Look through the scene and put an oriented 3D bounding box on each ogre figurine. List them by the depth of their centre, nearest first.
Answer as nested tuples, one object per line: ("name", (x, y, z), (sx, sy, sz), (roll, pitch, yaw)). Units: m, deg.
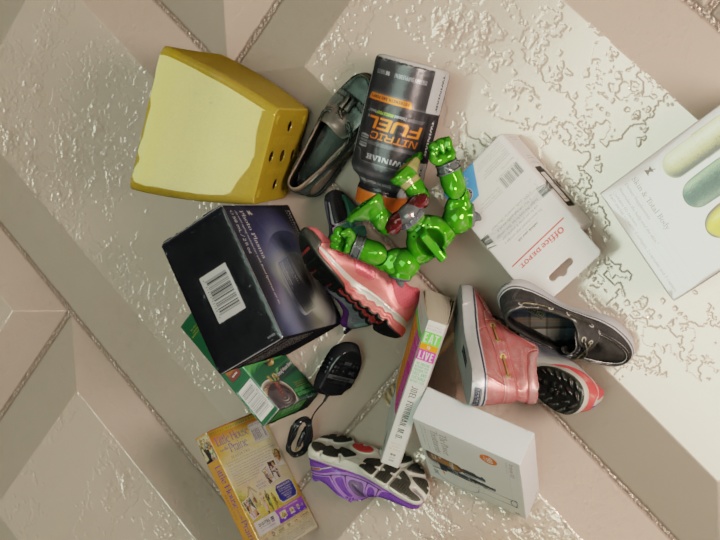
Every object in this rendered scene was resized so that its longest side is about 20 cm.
("ogre figurine", (0.066, -0.064, 1.307), (0.200, 0.098, 0.120), (-43, 99, -11))

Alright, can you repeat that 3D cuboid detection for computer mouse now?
("computer mouse", (-0.059, 0.187, 1.489), (0.202, 0.058, 0.034), (-59, 41, 13))

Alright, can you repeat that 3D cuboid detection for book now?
("book", (0.071, 0.141, 1.339), (0.047, 0.134, 0.203), (18, 106, 1))

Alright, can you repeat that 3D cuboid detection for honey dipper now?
("honey dipper", (0.105, 0.117, 1.417), (0.038, 0.038, 0.201), (44, 108, 16))

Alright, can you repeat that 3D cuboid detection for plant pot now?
("plant pot", (-0.188, -0.191, 1.452), (0.174, 0.200, 0.203), (20, 103, 14))

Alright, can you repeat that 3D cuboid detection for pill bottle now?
("pill bottle", (0.049, -0.183, 1.376), (0.105, 0.106, 0.204), (19, 103, 23))

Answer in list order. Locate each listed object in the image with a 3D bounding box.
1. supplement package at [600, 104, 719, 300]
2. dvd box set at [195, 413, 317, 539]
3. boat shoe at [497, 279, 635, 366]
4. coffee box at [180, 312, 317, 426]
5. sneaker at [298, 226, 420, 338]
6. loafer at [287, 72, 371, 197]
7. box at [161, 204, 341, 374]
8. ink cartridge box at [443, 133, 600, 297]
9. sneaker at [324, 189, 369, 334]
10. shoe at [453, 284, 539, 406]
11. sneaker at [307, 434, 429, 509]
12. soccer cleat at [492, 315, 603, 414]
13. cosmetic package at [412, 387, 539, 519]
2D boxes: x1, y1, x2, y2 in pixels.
("supplement package", (0.415, -0.089, 1.178), (0.199, 0.150, 0.153), (-38, 78, 24))
("dvd box set", (-0.152, 0.317, 1.497), (0.029, 0.146, 0.202), (-32, 81, 26))
("boat shoe", (0.260, 0.079, 1.270), (0.198, 0.067, 0.070), (30, 123, -13))
("coffee box", (-0.164, 0.132, 1.500), (0.200, 0.122, 0.044), (48, 113, 16))
("sneaker", (0.000, 0.000, 1.379), (0.200, 0.074, 0.087), (43, 69, -12))
("loafer", (-0.038, -0.190, 1.441), (0.072, 0.063, 0.202), (38, 109, 18))
("box", (-0.148, 0.019, 1.439), (0.122, 0.198, 0.203), (-29, 82, 22))
("ink cartridge box", (0.218, -0.066, 1.323), (0.116, 0.068, 0.201), (-44, 75, 24))
("sneaker", (-0.029, -0.010, 1.450), (0.087, 0.074, 0.203), (-21, 86, 31))
("shoe", (0.174, 0.096, 1.306), (0.089, 0.202, 0.072), (3, 129, -5))
("sneaker", (0.012, 0.302, 1.468), (0.197, 0.080, 0.085), (16, 118, 31))
("soccer cleat", (0.232, 0.125, 1.340), (0.199, 0.072, 0.069), (35, 110, 39))
("cosmetic package", (0.154, 0.241, 1.318), (0.149, 0.201, 0.052), (19, 64, 23))
